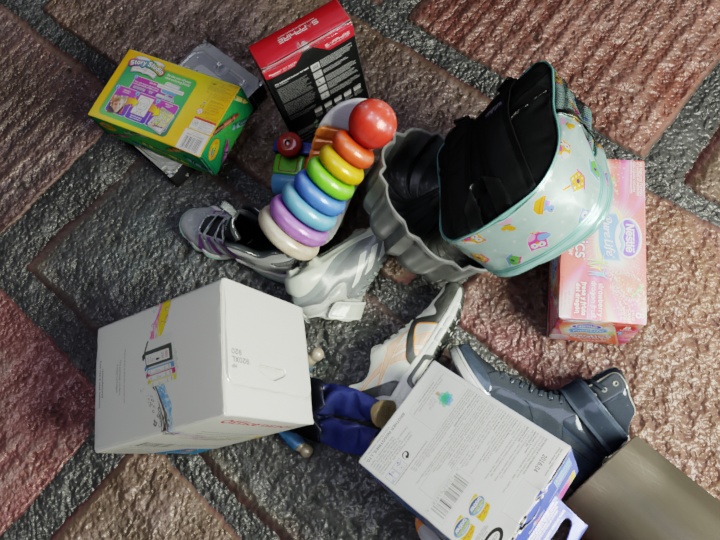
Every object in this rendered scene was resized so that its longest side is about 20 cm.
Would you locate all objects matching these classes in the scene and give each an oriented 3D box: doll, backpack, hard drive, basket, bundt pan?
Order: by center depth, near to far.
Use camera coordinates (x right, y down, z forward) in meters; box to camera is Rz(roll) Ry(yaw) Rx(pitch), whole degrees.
[{"bbox_3d":[0.308,0.274,0.602,0.136,0.181,0.200,-27,60,-28],"label":"basket"},{"bbox_3d":[0.172,-0.091,0.658,0.175,0.153,0.201,-33,27,36],"label":"backpack"},{"bbox_3d":[-0.055,0.160,0.737,0.199,0.048,0.137,6,96,31],"label":"doll"},{"bbox_3d":[0.088,-0.071,0.762,0.201,0.076,0.203,17,54,-25],"label":"bundt pan"},{"bbox_3d":[-0.256,-0.241,0.938,0.140,0.038,0.200,40,80,19],"label":"hard drive"}]

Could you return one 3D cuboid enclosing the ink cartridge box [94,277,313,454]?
[{"bbox_3d":[-0.176,0.119,0.705,0.199,0.147,0.146,-20,65,27],"label":"ink cartridge box"}]

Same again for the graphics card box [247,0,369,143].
[{"bbox_3d":[-0.058,-0.247,0.820,0.125,0.200,0.051,-30,69,-1],"label":"graphics card box"}]

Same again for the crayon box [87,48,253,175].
[{"bbox_3d":[-0.270,-0.227,0.884,0.199,0.058,0.119,22,76,16],"label":"crayon box"}]

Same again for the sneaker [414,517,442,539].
[{"bbox_3d":[0.161,0.295,0.639,0.200,0.078,0.112,44,93,6],"label":"sneaker"}]

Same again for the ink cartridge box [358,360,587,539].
[{"bbox_3d":[0.116,0.202,0.606,0.200,0.076,0.137,29,73,39],"label":"ink cartridge box"}]

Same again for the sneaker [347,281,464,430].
[{"bbox_3d":[0.058,0.092,0.750,0.080,0.074,0.201,30,78,20],"label":"sneaker"}]

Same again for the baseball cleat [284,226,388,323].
[{"bbox_3d":[0.000,0.000,0.804,0.199,0.070,0.107,-28,102,-15],"label":"baseball cleat"}]

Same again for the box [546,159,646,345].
[{"bbox_3d":[0.279,-0.023,0.738,0.094,0.103,0.201,4,71,11],"label":"box"}]

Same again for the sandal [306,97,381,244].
[{"bbox_3d":[-0.034,-0.127,0.775,0.079,0.207,0.059,22,31,-12],"label":"sandal"}]

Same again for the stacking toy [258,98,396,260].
[{"bbox_3d":[-0.029,-0.108,0.710,0.200,0.085,0.085,-48,68,21],"label":"stacking toy"}]

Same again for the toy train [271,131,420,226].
[{"bbox_3d":[-0.026,-0.111,0.835,0.199,0.085,0.117,9,83,12],"label":"toy train"}]

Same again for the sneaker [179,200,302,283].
[{"bbox_3d":[-0.166,-0.057,0.802,0.199,0.140,0.078,18,75,14],"label":"sneaker"}]

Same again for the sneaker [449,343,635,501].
[{"bbox_3d":[0.209,0.132,0.700,0.146,0.077,0.203,-42,79,5],"label":"sneaker"}]
